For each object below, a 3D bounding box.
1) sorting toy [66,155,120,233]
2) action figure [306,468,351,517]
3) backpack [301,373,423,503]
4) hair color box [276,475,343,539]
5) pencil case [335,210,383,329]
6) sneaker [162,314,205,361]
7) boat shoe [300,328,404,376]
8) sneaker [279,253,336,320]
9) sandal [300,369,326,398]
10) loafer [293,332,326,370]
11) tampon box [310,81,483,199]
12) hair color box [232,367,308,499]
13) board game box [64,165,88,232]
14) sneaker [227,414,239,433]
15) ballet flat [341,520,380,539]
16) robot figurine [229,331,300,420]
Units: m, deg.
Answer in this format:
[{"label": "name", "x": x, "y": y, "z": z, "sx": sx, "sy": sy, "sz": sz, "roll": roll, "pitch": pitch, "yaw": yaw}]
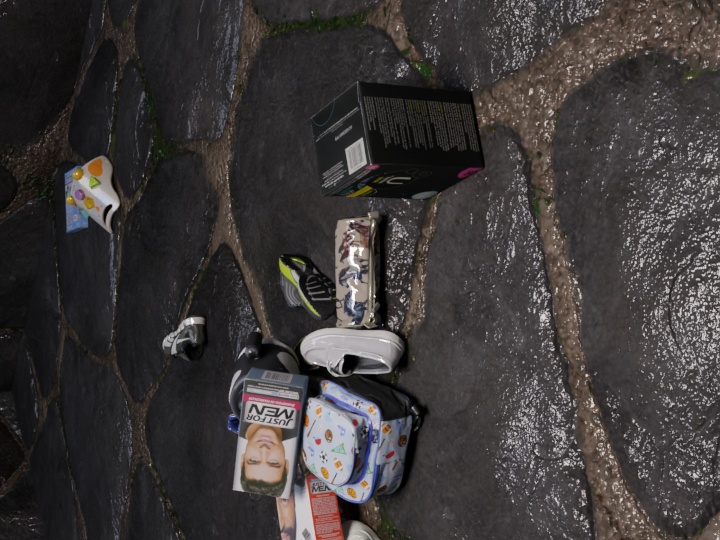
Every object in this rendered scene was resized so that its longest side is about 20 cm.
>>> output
[{"label": "sorting toy", "x": -0.787, "y": -0.209, "z": 2.819, "sx": 0.180, "sy": 0.107, "sz": 0.200, "roll": 44, "pitch": 129, "yaw": 24}, {"label": "action figure", "x": -0.059, "y": 0.349, "z": 1.694, "sx": 0.052, "sy": 0.065, "sz": 0.201, "roll": -15, "pitch": 78, "yaw": 39}, {"label": "backpack", "x": -0.005, "y": 0.284, "z": 1.542, "sx": 0.200, "sy": 0.154, "sz": 0.191, "roll": 22, "pitch": 119, "yaw": 52}, {"label": "hair color box", "x": -0.084, "y": 0.462, "z": 1.611, "sx": 0.111, "sy": 0.064, "sz": 0.201, "roll": -33, "pitch": 61, "yaw": 48}, {"label": "pencil case", "x": 0.000, "y": 0.000, "z": 1.584, "sx": 0.089, "sy": 0.078, "sz": 0.201, "roll": 2, "pitch": 92, "yaw": 43}, {"label": "sneaker", "x": -0.427, "y": 0.187, "z": 2.264, "sx": 0.200, "sy": 0.066, "sz": 0.091, "roll": -42, "pitch": 54, "yaw": 47}, {"label": "boat shoe", "x": -0.022, "y": 0.145, "z": 1.565, "sx": 0.199, "sy": 0.069, "sz": 0.072, "roll": 1, "pitch": 134, "yaw": 28}, {"label": "sneaker", "x": -0.100, "y": 0.044, "z": 1.760, "sx": 0.200, "sy": 0.074, "sz": 0.081, "roll": -128, "pitch": 41, "yaw": -54}, {"label": "sandal", "x": -0.123, "y": 0.227, "z": 1.783, "sx": 0.201, "sy": 0.057, "sz": 0.080, "roll": -1, "pitch": 107, "yaw": 56}, {"label": "loafer", "x": -0.077, "y": 0.141, "z": 1.713, "sx": 0.200, "sy": 0.069, "sz": 0.076, "roll": -28, "pitch": 68, "yaw": 54}, {"label": "tampon box", "x": 0.052, "y": -0.187, "z": 1.386, "sx": 0.150, "sy": 0.199, "sz": 0.127, "roll": -26, "pitch": 69, "yaw": 56}, {"label": "hair color box", "x": -0.150, "y": 0.271, "z": 1.556, "sx": 0.061, "sy": 0.098, "sz": 0.201, "roll": -69, "pitch": -13, "yaw": -75}, {"label": "board game box", "x": -0.938, "y": -0.233, "z": 3.085, "sx": 0.151, "sy": 0.036, "sz": 0.201, "roll": -8, "pitch": 83, "yaw": 57}, {"label": "sneaker", "x": -0.201, "y": 0.333, "z": 1.894, "sx": 0.200, "sy": 0.088, "sz": 0.076, "roll": 6, "pitch": 94, "yaw": 56}, {"label": "ballet flat", "x": 0.016, "y": 0.494, "z": 1.569, "sx": 0.200, "sy": 0.069, "sz": 0.070, "roll": 54, "pitch": 133, "yaw": 38}, {"label": "robot figurine", "x": -0.168, "y": 0.203, "z": 1.679, "sx": 0.200, "sy": 0.124, "sz": 0.151, "roll": -92, "pitch": 25, "yaw": -67}]
